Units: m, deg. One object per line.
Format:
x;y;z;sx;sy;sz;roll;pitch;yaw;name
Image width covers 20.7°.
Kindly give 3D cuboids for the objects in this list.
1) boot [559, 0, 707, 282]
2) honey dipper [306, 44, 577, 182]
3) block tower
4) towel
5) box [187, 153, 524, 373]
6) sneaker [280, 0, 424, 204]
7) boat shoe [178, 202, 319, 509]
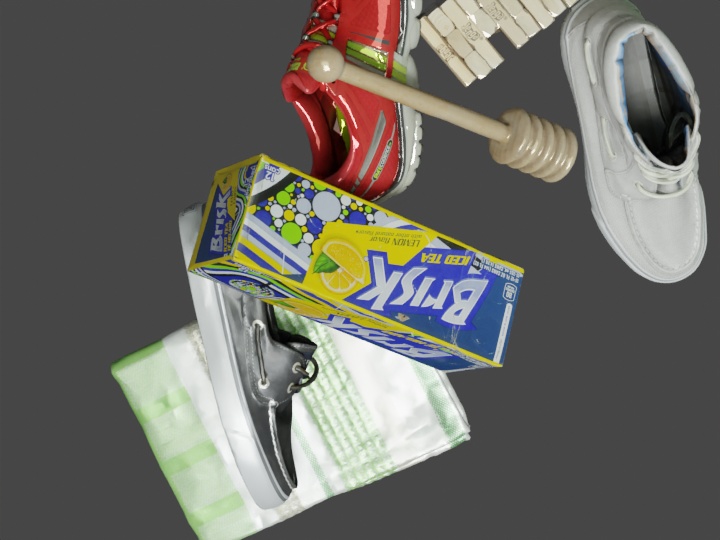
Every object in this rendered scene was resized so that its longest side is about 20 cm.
0.178;-0.070;1.219;0.073;0.096;0.200;-24;112;-2;boot
0.050;-0.100;1.206;0.200;0.038;0.038;19;102;-35;honey dipper
0.126;-0.197;1.228;0.200;0.054;0.058;-40;100;7;block tower
-0.045;0.082;1.297;0.200;0.031;0.149;-24;98;6;towel
0.000;0.000;1.215;0.200;0.064;0.070;22;73;-27;box
-0.011;-0.135;1.211;0.085;0.077;0.200;-16;103;-36;sneaker
-0.060;0.050;1.246;0.066;0.070;0.200;-13;92;6;boat shoe
